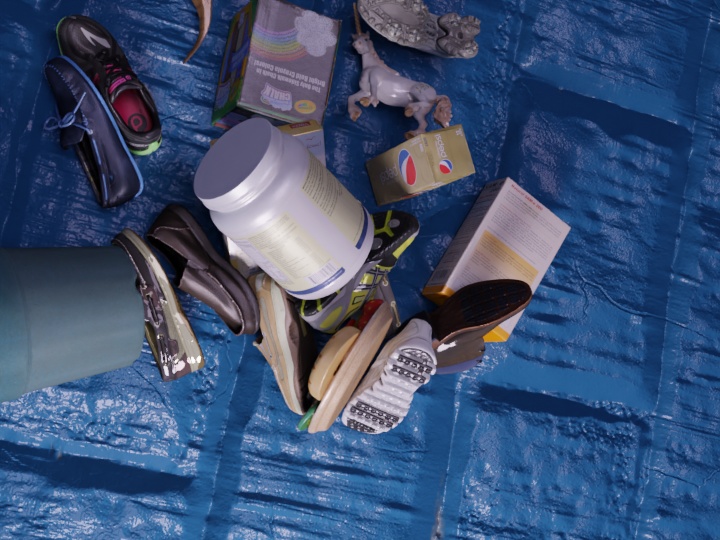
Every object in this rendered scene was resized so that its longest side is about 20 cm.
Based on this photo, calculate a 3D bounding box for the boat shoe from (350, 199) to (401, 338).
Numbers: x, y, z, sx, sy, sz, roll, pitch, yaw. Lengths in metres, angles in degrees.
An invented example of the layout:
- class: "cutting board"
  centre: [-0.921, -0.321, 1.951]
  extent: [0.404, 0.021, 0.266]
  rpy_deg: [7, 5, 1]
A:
- class: "boat shoe"
  centre: [0.009, -0.003, 1.652]
  extent: [0.060, 0.072, 0.204]
  rpy_deg: [-14, 96, -23]

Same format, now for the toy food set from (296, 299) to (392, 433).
- class: "toy food set"
  centre: [-0.023, 0.123, 1.540]
  extent: [0.048, 0.199, 0.200]
  rpy_deg: [30, 41, 6]

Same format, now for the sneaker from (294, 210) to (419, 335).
- class: "sneaker"
  centre: [0.000, 0.000, 1.585]
  extent: [0.200, 0.075, 0.077]
  rpy_deg: [-41, 136, -7]

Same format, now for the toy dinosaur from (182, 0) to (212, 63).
- class: "toy dinosaur"
  centre: [-0.212, -0.382, 1.617]
  extent: [0.105, 0.060, 0.202]
  rpy_deg: [-18, 86, 2]

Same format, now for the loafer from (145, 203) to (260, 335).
- class: "loafer"
  centre: [-0.208, 0.011, 1.558]
  extent: [0.071, 0.073, 0.200]
  rpy_deg: [-39, 90, -33]

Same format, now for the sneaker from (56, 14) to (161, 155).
- class: "sneaker"
  centre: [-0.311, -0.244, 1.537]
  extent: [0.077, 0.084, 0.201]
  rpy_deg: [-39, 99, -22]

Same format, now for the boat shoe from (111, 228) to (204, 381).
- class: "boat shoe"
  centre: [-0.268, 0.047, 1.525]
  extent: [0.066, 0.072, 0.202]
  rpy_deg: [-31, 100, -23]

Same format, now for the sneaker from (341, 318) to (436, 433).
- class: "sneaker"
  centre: [0.041, 0.144, 1.604]
  extent: [0.075, 0.200, 0.081]
  rpy_deg: [27, 38, -15]

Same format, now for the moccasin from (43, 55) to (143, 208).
- class: "moccasin"
  centre: [-0.346, -0.173, 1.517]
  extent: [0.068, 0.080, 0.201]
  rpy_deg: [-34, 97, -28]

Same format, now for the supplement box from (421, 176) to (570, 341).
- class: "supplement box"
  centre: [0.194, -0.015, 1.725]
  extent: [0.126, 0.073, 0.201]
  rpy_deg: [37, 74, -15]

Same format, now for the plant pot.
- class: "plant pot"
  centre: [-0.372, 0.055, 1.433]
  extent: [0.195, 0.200, 0.202]
  rpy_deg: [-7, 87, -30]

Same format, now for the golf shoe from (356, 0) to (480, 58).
- class: "golf shoe"
  centre: [0.069, -0.340, 1.693]
  extent: [0.199, 0.097, 0.079]
  rpy_deg: [18, 82, -29]

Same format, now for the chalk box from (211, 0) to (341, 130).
- class: "chalk box"
  centre: [-0.116, -0.240, 1.597]
  extent: [0.124, 0.124, 0.202]
  rpy_deg: [15, 80, -22]

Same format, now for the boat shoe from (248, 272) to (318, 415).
- class: "boat shoe"
  centre: [-0.106, 0.095, 1.601]
  extent: [0.072, 0.076, 0.202]
  rpy_deg: [-36, 120, -64]

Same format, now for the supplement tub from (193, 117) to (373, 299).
- class: "supplement tub"
  centre: [-0.092, -0.075, 1.465]
  extent: [0.200, 0.144, 0.146]
  rpy_deg: [45, 69, -35]

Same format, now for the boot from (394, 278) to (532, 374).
- class: "boot"
  centre: [0.153, 0.078, 1.651]
  extent: [0.097, 0.199, 0.075]
  rpy_deg: [48, 25, -48]

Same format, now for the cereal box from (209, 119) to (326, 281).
- class: "cereal box"
  centre: [-0.113, -0.087, 1.564]
  extent: [0.143, 0.040, 0.201]
  rpy_deg: [-13, 123, -16]

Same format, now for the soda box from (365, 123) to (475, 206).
- class: "soda box"
  centre: [0.076, -0.139, 1.622]
  extent: [0.064, 0.200, 0.068]
  rpy_deg: [-17, 90, -22]

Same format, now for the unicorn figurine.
- class: "unicorn figurine"
  centre: [0.038, -0.256, 1.670]
  extent: [0.199, 0.074, 0.138]
  rpy_deg: [33, 43, -10]
